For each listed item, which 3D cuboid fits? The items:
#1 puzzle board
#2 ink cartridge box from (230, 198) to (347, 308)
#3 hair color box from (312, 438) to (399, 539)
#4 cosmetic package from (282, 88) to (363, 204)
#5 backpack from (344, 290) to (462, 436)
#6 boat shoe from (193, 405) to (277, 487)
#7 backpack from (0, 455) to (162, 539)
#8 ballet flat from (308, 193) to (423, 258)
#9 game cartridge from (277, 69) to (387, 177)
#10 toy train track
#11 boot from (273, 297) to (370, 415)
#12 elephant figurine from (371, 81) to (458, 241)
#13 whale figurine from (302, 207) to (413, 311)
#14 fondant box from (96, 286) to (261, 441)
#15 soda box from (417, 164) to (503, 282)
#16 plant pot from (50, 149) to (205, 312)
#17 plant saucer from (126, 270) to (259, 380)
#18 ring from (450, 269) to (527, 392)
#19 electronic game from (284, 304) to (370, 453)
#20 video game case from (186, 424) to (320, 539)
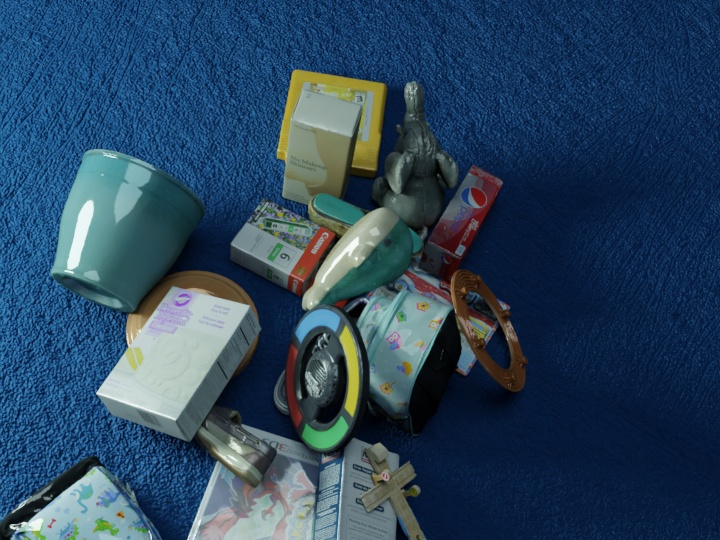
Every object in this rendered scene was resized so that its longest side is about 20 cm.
[{"bbox_3d":[0.118,0.059,1.550,0.199,0.017,0.151,31,59,12],"label":"puzzle board"},{"bbox_3d":[-0.095,-0.024,1.552,0.199,0.050,0.109,26,58,10],"label":"ink cartridge box"},{"bbox_3d":[-0.006,0.334,1.309,0.100,0.060,0.201,27,51,-31],"label":"hair color box"},{"bbox_3d":[-0.063,-0.189,1.572,0.105,0.200,0.071,15,57,3],"label":"cosmetic package"},{"bbox_3d":[0.060,0.119,1.379,0.153,0.200,0.176,27,73,10],"label":"backpack"},{"bbox_3d":[-0.190,0.221,1.348,0.065,0.072,0.200,-43,49,-18],"label":"boat shoe"},{"bbox_3d":[-0.336,0.348,1.243,0.163,0.154,0.200,-35,81,-33],"label":"backpack"},{"bbox_3d":[0.007,-0.062,1.583,0.199,0.071,0.071,24,58,3],"label":"ballet flat"},{"bbox_3d":[-0.048,-0.261,1.721,0.175,0.032,0.201,8,56,-2],"label":"game cartridge"},{"bbox_3d":[0.067,0.325,1.316,0.115,0.032,0.201,-24,87,-49],"label":"toy train track"},{"bbox_3d":[-0.054,0.121,1.442,0.073,0.090,0.200,35,60,14],"label":"boot"},{"bbox_3d":[0.090,-0.169,1.581,0.155,0.200,0.142,35,59,14],"label":"elephant figurine"},{"bbox_3d":[0.000,0.000,1.473,0.104,0.159,0.200,43,79,-8],"label":"whale figurine"},{"bbox_3d":[-0.251,0.126,1.367,0.144,0.058,0.200,12,53,27],"label":"fondant box"},{"bbox_3d":[0.167,-0.078,1.602,0.063,0.070,0.200,27,53,8],"label":"soda box"},{"bbox_3d":[-0.359,-0.047,1.458,0.199,0.200,0.189,19,72,5],"label":"plant pot"},{"bbox_3d":[-0.252,0.085,1.474,0.199,0.032,0.201,4,57,-5],"label":"plant saucer"},{"bbox_3d":[0.197,0.086,1.459,0.019,0.200,0.201,-28,56,24],"label":"ring"},{"bbox_3d":[-0.049,0.147,1.328,0.041,0.200,0.201,3,54,-34],"label":"electronic game"},{"bbox_3d":[-0.124,0.324,1.344,0.181,0.023,0.201,17,57,3],"label":"video game case"}]
